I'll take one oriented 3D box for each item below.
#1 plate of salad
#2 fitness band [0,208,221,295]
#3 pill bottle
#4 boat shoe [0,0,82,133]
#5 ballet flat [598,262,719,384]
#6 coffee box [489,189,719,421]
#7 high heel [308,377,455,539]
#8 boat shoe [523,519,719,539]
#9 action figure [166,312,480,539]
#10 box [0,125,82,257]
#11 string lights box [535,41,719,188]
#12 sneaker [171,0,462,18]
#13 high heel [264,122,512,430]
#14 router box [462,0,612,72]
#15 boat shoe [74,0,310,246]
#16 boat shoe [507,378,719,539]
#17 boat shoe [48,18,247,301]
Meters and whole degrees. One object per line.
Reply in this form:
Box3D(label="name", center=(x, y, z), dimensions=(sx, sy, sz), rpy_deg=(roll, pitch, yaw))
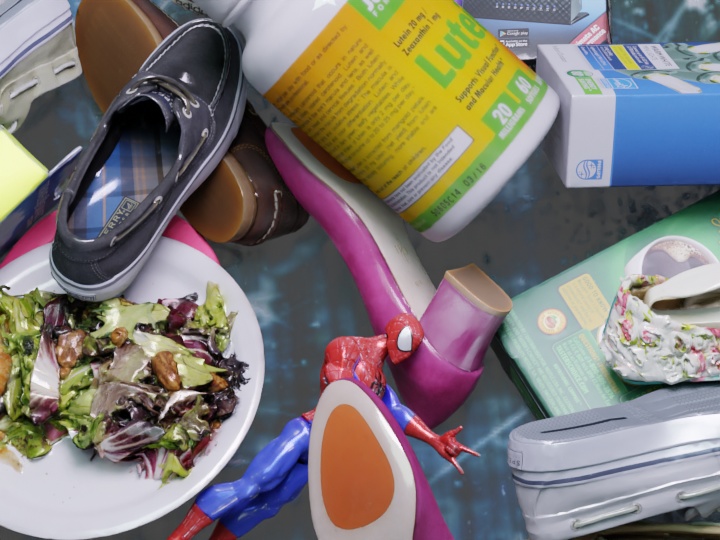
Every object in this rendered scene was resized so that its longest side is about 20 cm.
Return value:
Box3D(label="plate of salad", center=(-0.154, 0.057, 1.356), dimensions=(0.199, 0.048, 0.201), rpy_deg=(-5, 57, 7))
Box3D(label="fitness band", center=(-0.160, 0.051, 1.417), dimensions=(0.143, 0.037, 0.200), rpy_deg=(19, 67, 11))
Box3D(label="pill bottle", center=(0.004, -0.119, 1.343), dimensions=(0.200, 0.111, 0.111), rpy_deg=(41, 71, -7))
Box3D(label="boat shoe", center=(-0.219, -0.109, 1.412), dimensions=(0.072, 0.062, 0.200), rpy_deg=(-15, 20, 32))
Box3D(label="ballet flat", center=(0.231, 0.024, 1.321), dimensions=(0.199, 0.064, 0.076), rpy_deg=(-7, 32, 0))
Box3D(label="coffee box", center=(0.186, 0.034, 1.387), dimensions=(0.200, 0.044, 0.123), rpy_deg=(-28, 65, -9))
Box3D(label="high heel", center=(0.030, 0.152, 1.288), dimensions=(0.067, 0.096, 0.201), rpy_deg=(-16, 85, 25))
Box3D(label="boat shoe", center=(0.152, 0.166, 1.313), dimensions=(0.199, 0.063, 0.074), rpy_deg=(-7, 64, 2))
Box3D(label="action figure", center=(-0.017, 0.115, 1.328), dimensions=(0.099, 0.065, 0.200), rpy_deg=(37, 86, 30))
Box3D(label="box", center=(-0.252, -0.004, 1.400), dimensions=(0.048, 0.122, 0.200), rpy_deg=(44, 74, 0))
Box3D(label="string lights box", center=(0.208, -0.092, 1.394), dimensions=(0.199, 0.059, 0.103), rpy_deg=(-2, 22, -8))
Box3D(label="sneaker", center=(-0.040, -0.182, 1.413), dimensions=(0.199, 0.100, 0.070), rpy_deg=(13, 69, 12))
Box3D(label="high heel", center=(0.000, 0.000, 1.407), dimensions=(0.200, 0.067, 0.096), rpy_deg=(40, 118, 20))
Box3D(label="router box", center=(0.057, -0.178, 1.494), dimensions=(0.199, 0.062, 0.150), rpy_deg=(-2, 63, 5))
Box3D(label="boat shoe", center=(-0.104, -0.095, 1.471), dimensions=(0.070, 0.070, 0.200), rpy_deg=(-9, 58, -46))
Box3D(label="boat shoe", center=(0.177, 0.102, 1.308), dimensions=(0.199, 0.074, 0.067), rpy_deg=(-9, 105, -7))
Box3D(label="boat shoe", center=(-0.122, -0.077, 1.372), dimensions=(0.070, 0.066, 0.200), rpy_deg=(25, 61, 10))
